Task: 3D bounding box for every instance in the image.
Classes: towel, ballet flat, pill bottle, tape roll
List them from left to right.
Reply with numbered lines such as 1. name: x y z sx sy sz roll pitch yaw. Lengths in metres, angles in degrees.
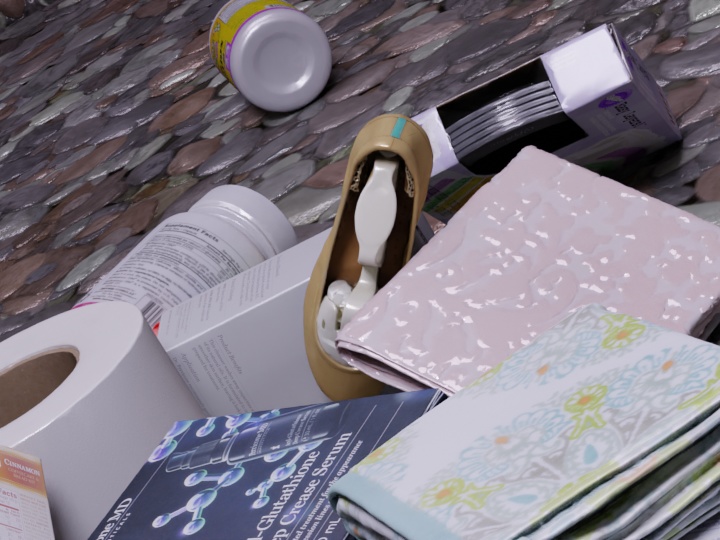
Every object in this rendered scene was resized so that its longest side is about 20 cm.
1. tape roll: -0.192 0.132 1.393 0.202 0.139 0.203 -27 19 10
2. pill bottle: -0.137 0.027 1.660 0.113 0.113 0.200 -11 26 42
3. pill bottle: -0.098 -0.230 2.247 0.104 0.104 0.200 -31 19 -4
4. ballet flat: 0.000 0.000 1.378 0.069 0.200 0.063 10 17 4
5. towel: 0.116 0.020 1.324 0.191 0.032 0.200 26 56 32
6. towel: 0.088 0.088 0.997 0.171 0.048 0.200 -32 18 -14

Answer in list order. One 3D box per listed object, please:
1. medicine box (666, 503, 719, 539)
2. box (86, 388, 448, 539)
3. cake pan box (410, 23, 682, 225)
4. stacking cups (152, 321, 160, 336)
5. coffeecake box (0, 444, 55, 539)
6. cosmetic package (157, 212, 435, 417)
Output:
1. medicine box: 0.156 0.159 0.943 0.182 0.103 0.200 -17 23 34
2. box: -0.040 0.158 1.190 0.200 0.107 0.148 -11 31 37
3. cake pan box: 0.122 -0.096 1.543 0.184 0.052 0.200 -26 -16 12
4. stacking cups: -0.088 0.041 1.575 0.200 0.061 0.060 -29 15 -39
5. coffeecake box: -0.238 0.215 1.215 0.153 0.073 0.200 -39 47 25
6. cosmetic package: -0.027 0.044 1.471 0.200 0.113 0.081 -25 20 8
